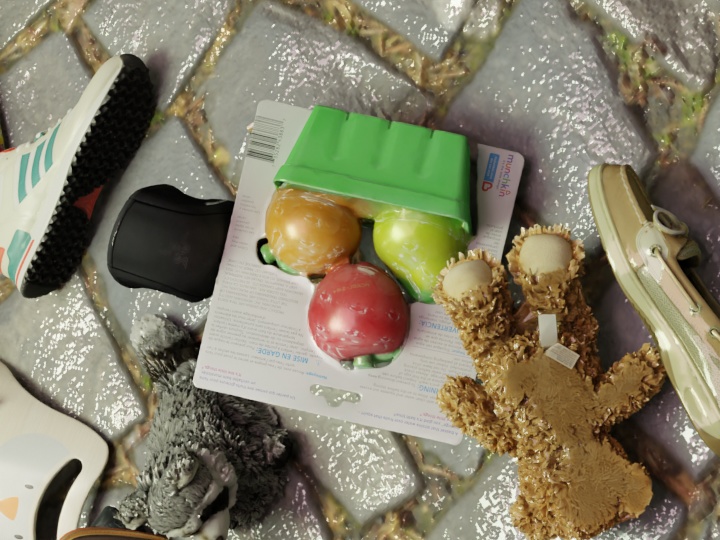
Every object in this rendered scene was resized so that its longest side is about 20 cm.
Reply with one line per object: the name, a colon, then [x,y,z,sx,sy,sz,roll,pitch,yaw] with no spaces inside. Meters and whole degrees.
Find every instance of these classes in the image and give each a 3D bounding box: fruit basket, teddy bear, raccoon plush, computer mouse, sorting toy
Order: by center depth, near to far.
teddy bear: [0.119,0.071,1.526,0.145,0.067,0.200,-36,87,-5]
fruit basket: [0.000,0.000,1.590,0.184,0.094,0.201,11,85,6]
computer mouse: [-0.090,-0.039,1.626,0.046,0.200,0.141,23,91,26]
raccoon plush: [-0.143,0.115,1.675,0.200,0.134,0.097,41,108,30]
sorting toy: [-0.280,0.169,1.804,0.179,0.107,0.201,12,92,15]

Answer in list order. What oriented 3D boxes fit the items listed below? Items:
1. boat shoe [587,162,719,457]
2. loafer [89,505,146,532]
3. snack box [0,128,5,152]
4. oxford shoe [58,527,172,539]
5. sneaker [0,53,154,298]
boat shoe: [0.205,0.016,1.490,0.063,0.073,0.202,-30,70,17]
loafer: [-0.222,0.258,1.754,0.070,0.068,0.201,46,103,20]
snack box: [-0.376,-0.147,1.904,0.168,0.068,0.201,-25,70,31]
oxford shoe: [-0.115,0.228,1.618,0.199,0.073,0.072,24,88,-9]
sneaker: [-0.232,-0.084,1.796,0.093,0.070,0.201,34,107,26]
